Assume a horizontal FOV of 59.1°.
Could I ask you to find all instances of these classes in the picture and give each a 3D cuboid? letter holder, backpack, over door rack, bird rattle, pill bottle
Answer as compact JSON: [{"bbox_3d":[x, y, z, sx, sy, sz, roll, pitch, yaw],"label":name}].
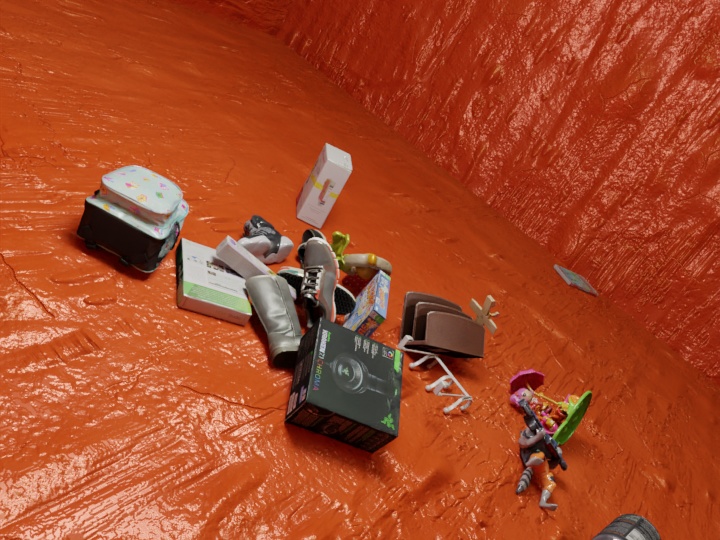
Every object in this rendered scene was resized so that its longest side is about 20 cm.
[{"bbox_3d":[0.206,0.130,1.563,0.198,0.145,0.100,16,-15,-34],"label":"letter holder"},{"bbox_3d":[-0.432,-0.113,1.245,0.174,0.155,0.200,25,17,-6],"label":"backpack"},{"bbox_3d":[0.159,0.237,1.408,0.148,0.067,0.200,50,8,34],"label":"over door rack"},{"bbox_3d":[0.000,0.000,1.544,0.161,0.114,0.200,1,-26,33],"label":"bird rattle"},{"bbox_3d":[0.501,0.548,1.224,0.198,0.107,0.106,3,37,-50],"label":"pill bottle"}]

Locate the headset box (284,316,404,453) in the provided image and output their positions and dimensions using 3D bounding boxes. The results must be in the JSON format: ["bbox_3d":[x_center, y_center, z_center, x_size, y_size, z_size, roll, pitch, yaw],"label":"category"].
[{"bbox_3d":[-0.019,0.211,1.150,0.198,0.093,0.176,26,47,-19],"label":"headset box"}]

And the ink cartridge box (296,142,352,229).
[{"bbox_3d":[-0.108,-0.248,1.848,0.082,0.201,0.146,24,24,-18],"label":"ink cartridge box"}]

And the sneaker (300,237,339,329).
[{"bbox_3d":[-0.092,0.032,1.353,0.076,0.204,0.082,-3,6,22],"label":"sneaker"}]

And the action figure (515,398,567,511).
[{"bbox_3d":[0.366,0.387,1.369,0.202,0.104,0.194,57,17,-7],"label":"action figure"}]

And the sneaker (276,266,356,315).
[{"bbox_3d":[-0.101,0.036,1.457,0.197,0.071,0.094,18,21,-5],"label":"sneaker"}]

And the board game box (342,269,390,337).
[{"bbox_3d":[0.010,0.096,1.421,0.034,0.136,0.201,36,22,-10],"label":"board game box"}]

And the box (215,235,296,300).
[{"bbox_3d":[-0.219,0.006,1.352,0.199,0.041,0.039,41,15,-26],"label":"box"}]

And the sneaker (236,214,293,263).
[{"bbox_3d":[-0.251,-0.073,1.495,0.114,0.076,0.199,42,19,21],"label":"sneaker"}]

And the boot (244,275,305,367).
[{"bbox_3d":[-0.135,0.103,1.288,0.180,0.073,0.201,15,32,-38],"label":"boot"}]

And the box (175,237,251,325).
[{"bbox_3d":[-0.302,0.021,1.294,0.143,0.037,0.201,21,26,-28],"label":"box"}]

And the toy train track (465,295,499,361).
[{"bbox_3d":[0.309,0.149,1.622,0.032,0.202,0.115,-4,38,-27],"label":"toy train track"}]

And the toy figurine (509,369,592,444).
[{"bbox_3d":[0.448,0.333,1.591,0.183,0.152,0.199,31,44,32],"label":"toy figurine"}]

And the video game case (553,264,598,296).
[{"bbox_3d":[0.993,0.046,2.927,0.198,0.018,0.144,19,28,-29],"label":"video game case"}]

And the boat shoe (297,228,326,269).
[{"bbox_3d":[-0.126,-0.051,1.609,0.067,0.072,0.201,25,27,-27],"label":"boat shoe"}]
